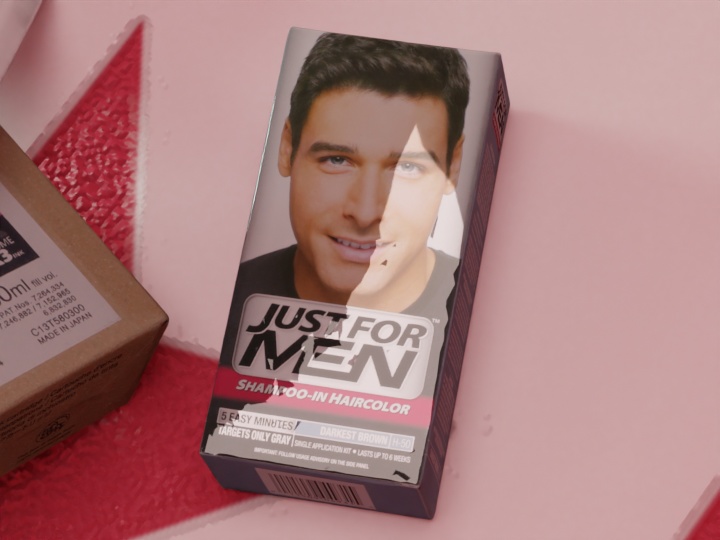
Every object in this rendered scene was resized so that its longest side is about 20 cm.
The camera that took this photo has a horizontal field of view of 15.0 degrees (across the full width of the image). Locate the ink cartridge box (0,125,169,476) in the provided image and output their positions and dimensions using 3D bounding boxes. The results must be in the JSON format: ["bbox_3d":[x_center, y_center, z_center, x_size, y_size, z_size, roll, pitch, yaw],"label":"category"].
[{"bbox_3d":[-0.209,0.021,1.162,0.200,0.075,0.165,-31,72,-39],"label":"ink cartridge box"}]

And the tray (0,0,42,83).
[{"bbox_3d":[-0.207,-0.101,1.216,0.107,0.022,0.200,-4,26,7],"label":"tray"}]

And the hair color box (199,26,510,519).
[{"bbox_3d":[0.000,0.000,1.201,0.098,0.061,0.201,8,71,11],"label":"hair color box"}]
